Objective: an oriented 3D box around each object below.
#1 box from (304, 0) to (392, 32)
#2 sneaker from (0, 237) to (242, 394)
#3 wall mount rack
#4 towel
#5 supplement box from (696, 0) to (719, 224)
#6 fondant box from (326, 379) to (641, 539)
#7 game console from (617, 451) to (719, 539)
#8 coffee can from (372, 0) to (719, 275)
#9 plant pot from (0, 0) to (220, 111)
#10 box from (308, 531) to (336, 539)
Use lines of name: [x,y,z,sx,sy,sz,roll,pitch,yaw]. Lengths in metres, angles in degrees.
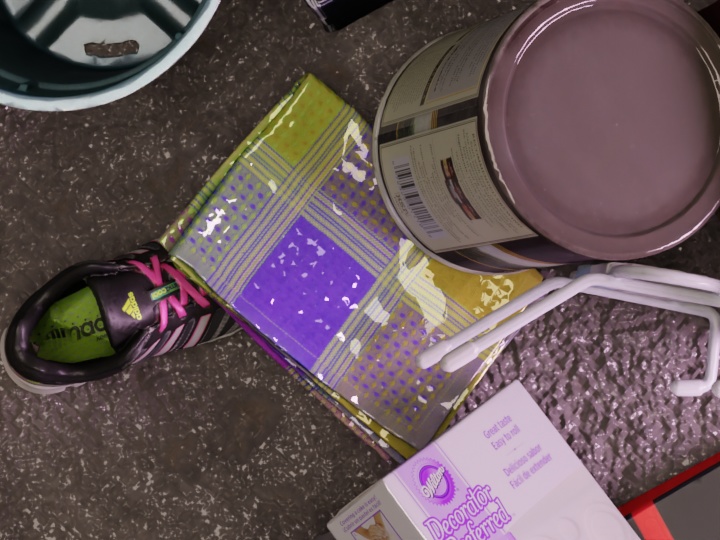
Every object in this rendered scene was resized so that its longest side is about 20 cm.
box: [-0.015,-0.251,1.660,0.124,0.200,0.197,-29,90,2]
sneaker: [-0.122,0.017,1.730,0.200,0.087,0.074,-23,90,4]
wall mount rack: [0.126,0.032,1.651,0.173,0.200,0.075,9,87,-5]
towel: [0.000,0.000,1.720,0.200,0.023,0.144,42,80,-11]
supplement box: [0.271,-0.060,1.640,0.132,0.200,0.198,-10,91,-1]
fondant box: [0.095,0.178,1.663,0.200,0.144,0.058,52,131,5]
game console: [0.205,0.223,1.746,0.177,0.031,0.200,-29,90,1]
coffee can: [0.103,-0.074,1.637,0.146,0.200,0.147,1,87,-17]
plant pot: [-0.156,-0.186,1.672,0.200,0.196,0.201,0,91,5]
box: [-0.044,0.245,1.722,0.200,0.106,0.153,-23,90,5]
